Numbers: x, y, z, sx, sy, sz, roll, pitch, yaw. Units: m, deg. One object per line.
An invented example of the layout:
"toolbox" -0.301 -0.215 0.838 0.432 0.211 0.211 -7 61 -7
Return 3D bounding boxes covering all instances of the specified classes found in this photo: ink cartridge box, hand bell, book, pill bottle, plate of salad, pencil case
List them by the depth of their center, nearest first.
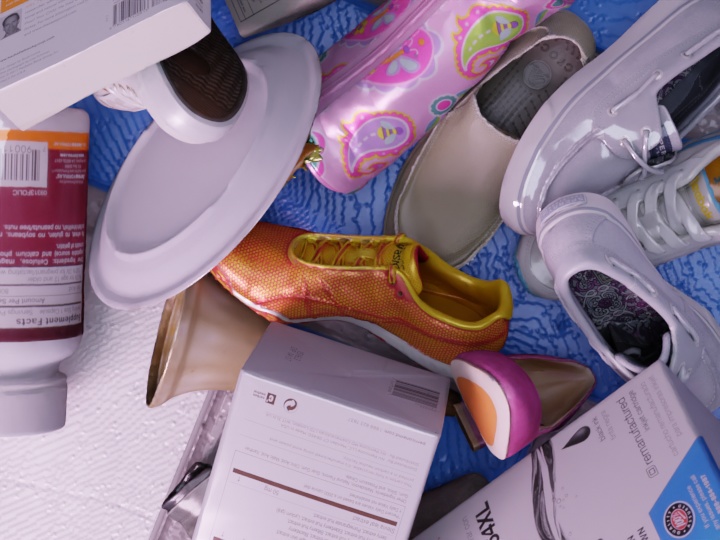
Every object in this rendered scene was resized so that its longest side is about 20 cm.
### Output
"ink cartridge box" 0.136 0.173 0.980 0.199 0.147 0.084 -38 126 15
"book" -0.151 -0.187 1.005 0.132 0.202 0.048 -22 134 18
"plate of salad" -0.091 -0.058 1.034 0.048 0.200 0.201 37 95 -32
"pencil case" 0.037 -0.137 1.043 0.200 0.087 0.088 -40 92 20
"pill bottle" -0.229 -0.003 1.066 0.113 0.114 0.203 3 94 1
"hand bell" -0.029 0.060 1.090 0.198 0.104 0.105 15 94 -11

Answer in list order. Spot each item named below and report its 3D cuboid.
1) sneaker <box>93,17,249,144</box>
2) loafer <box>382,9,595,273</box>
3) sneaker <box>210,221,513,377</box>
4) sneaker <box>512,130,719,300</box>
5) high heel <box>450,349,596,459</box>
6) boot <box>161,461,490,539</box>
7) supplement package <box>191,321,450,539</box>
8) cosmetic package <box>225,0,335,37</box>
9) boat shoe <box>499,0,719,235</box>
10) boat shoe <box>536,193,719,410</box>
"sneaker" -0.122 -0.115 1.030 0.072 0.201 0.085 25 113 -27
"loafer" 0.080 -0.081 1.076 0.075 0.068 0.201 32 94 -1
"sneaker" 0.000 0.000 1.050 0.198 0.073 0.078 15 134 -5
"sneaker" 0.188 -0.040 1.070 0.198 0.081 0.077 -26 94 4
"high heel" 0.108 0.070 1.018 0.095 0.200 0.068 -25 75 -4
"boot" -0.021 0.147 1.091 0.198 0.068 0.132 -29 94 5
"supplement package" -0.033 0.153 1.000 0.118 0.121 0.202 17 103 2
"cosmetic package" -0.011 -0.224 1.009 0.073 0.199 0.105 -26 96 -42
"boat shoe" 0.170 -0.090 1.040 0.200 0.068 0.072 -41 136 -15
"boat shoe" 0.172 0.037 1.031 0.071 0.069 0.201 -21 131 18
